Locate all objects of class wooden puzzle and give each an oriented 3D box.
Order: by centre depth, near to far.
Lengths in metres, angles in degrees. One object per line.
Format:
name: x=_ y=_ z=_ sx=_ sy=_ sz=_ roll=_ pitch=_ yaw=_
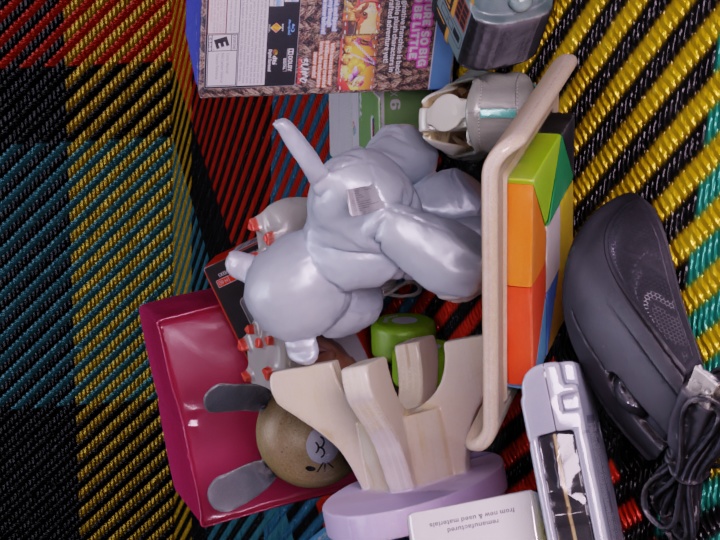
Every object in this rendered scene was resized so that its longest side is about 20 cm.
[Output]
wooden puzzle: x=0.105 y=-0.013 z=1.234 sx=0.185 sy=0.037 sz=0.201 roll=-54 pitch=-30 yaw=-63

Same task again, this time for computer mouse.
computer mouse: x=0.149 y=0.040 z=1.121 sx=0.139 sy=0.053 sz=0.200 roll=98 pitch=164 yaw=-48

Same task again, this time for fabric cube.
fabric cube: x=-0.087 y=0.112 z=1.909 sx=0.199 sy=0.196 sz=0.201 roll=-168 pitch=66 yaw=-78

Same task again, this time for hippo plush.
hippo plush: x=0.000 y=0.000 z=1.447 sx=0.159 sy=0.200 sz=0.161 roll=47 pitch=116 yaw=18

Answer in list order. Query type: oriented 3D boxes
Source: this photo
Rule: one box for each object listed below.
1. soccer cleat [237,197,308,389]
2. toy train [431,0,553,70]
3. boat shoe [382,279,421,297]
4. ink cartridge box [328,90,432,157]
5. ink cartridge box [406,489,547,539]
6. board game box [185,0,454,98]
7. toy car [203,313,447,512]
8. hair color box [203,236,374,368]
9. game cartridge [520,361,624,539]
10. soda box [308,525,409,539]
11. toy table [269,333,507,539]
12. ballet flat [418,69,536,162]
soccer cleat: x=-0.054 y=0.031 z=1.691 sx=0.069 sy=0.077 sz=0.201 roll=44 pitch=138 yaw=46
toy train: x=0.088 y=-0.220 z=1.293 sx=0.200 sy=0.085 sz=0.114 roll=107 pitch=144 yaw=-56
boat shoe: x=0.012 y=-0.006 z=1.733 sx=0.202 sy=0.074 sz=0.086 roll=-141 pitch=49 yaw=-78
ink cartridge box: x=0.021 y=-0.120 z=1.684 sx=0.200 sy=0.059 sz=0.104 roll=-123 pitch=31 yaw=-68
ink cartridge box: x=0.099 y=0.246 z=1.227 sx=0.145 sy=0.084 sz=0.201 roll=35 pitch=-135 yaw=-66
board game box: x=-0.028 y=-0.225 z=1.539 sx=0.097 sy=0.199 sz=0.160 roll=-106 pitch=17 yaw=-49
toy car: x=-0.026 y=0.134 z=1.646 sx=0.158 sy=0.199 sz=0.165 roll=-131 pitch=39 yaw=-72
hair color box: x=-0.045 y=0.062 z=1.770 sx=0.200 sy=0.101 sz=0.061 roll=63 pitch=-169 yaw=-8
game cartridge: x=0.130 y=0.153 z=1.169 sx=0.133 sy=0.040 sz=0.201 roll=15 pitch=-116 yaw=-75
soda box: x=-0.022 y=0.243 z=1.603 sx=0.200 sy=0.064 sz=0.068 roll=-41 pitch=3 yaw=33
toy table: x=0.033 y=0.114 z=1.456 sx=0.200 sy=0.183 sz=0.118 roll=-34 pitch=-67 yaw=-84
ballet flat: x=0.072 y=-0.110 z=1.425 sx=0.200 sy=0.063 sz=0.068 roll=-176 pitch=82 yaw=-79
